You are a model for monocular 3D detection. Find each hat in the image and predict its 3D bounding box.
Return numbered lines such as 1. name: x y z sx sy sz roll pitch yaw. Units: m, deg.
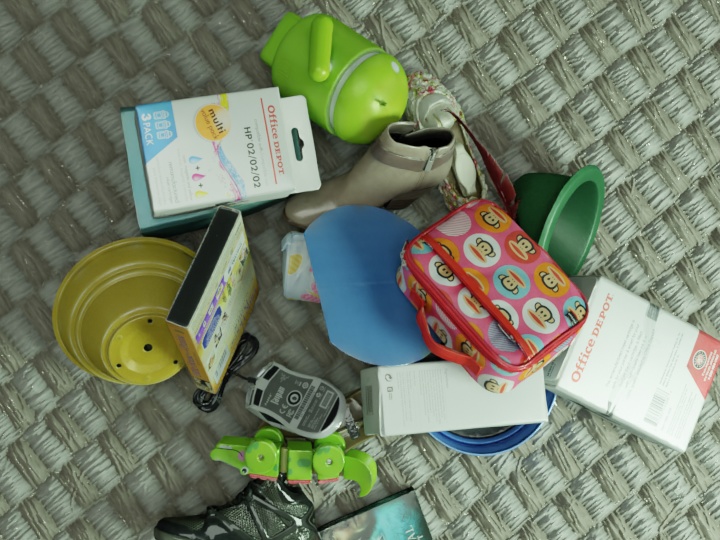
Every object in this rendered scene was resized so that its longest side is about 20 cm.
1. hat: 0.194 -0.086 1.215 0.174 0.165 0.203 25 116 31

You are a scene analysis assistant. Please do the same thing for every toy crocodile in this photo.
1. toy crocodile: -0.078 0.224 1.139 0.196 0.068 0.063 5 96 -2

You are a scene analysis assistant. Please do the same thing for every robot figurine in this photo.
1. robot figurine: -0.026 -0.229 1.158 0.199 0.175 0.116 38 93 26

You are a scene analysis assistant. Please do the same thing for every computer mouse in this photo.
1. computer mouse: -0.100 0.152 1.161 0.198 0.044 0.111 21 69 28

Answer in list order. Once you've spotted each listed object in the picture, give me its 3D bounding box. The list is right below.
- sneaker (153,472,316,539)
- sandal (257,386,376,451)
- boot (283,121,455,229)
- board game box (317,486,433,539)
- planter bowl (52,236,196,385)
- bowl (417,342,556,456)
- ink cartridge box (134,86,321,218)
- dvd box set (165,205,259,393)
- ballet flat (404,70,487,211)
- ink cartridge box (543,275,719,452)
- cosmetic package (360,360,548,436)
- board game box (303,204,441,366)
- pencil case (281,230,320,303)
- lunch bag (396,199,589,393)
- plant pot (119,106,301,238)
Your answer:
1. sneaker: -0.150 0.291 1.181 0.196 0.076 0.116 4 87 -7
2. sandal: -0.029 0.185 1.198 0.197 0.054 0.081 -22 94 2
3. boot: 0.015 -0.117 1.146 0.197 0.147 0.071 -13 66 -26
4. board game box: 0.042 0.392 1.213 0.133 0.028 0.203 -22 90 -5
5. planter bowl: -0.252 0.070 1.123 0.197 0.084 0.203 -11 124 -17
6. bowl: 0.150 0.128 1.220 0.197 0.039 0.205 0 89 -4
7. ink cartridge box: -0.140 -0.133 1.064 0.197 0.068 0.117 -11 90 -15
8. dvd box set: -0.163 0.038 1.102 0.029 0.201 0.148 17 66 9
9. ballet flat: 0.112 -0.163 1.211 0.075 0.064 0.202 -26 90 -9
10. ink cartridge box: 0.324 0.112 1.187 0.198 0.084 0.146 27 83 -15
11. cosmetic package: 0.106 0.145 1.127 0.196 0.113 0.083 -2 82 -10
12. board game box: 0.013 0.022 1.114 0.156 0.039 0.203 -3 65 -28
13. pencil case: 0.000 0.000 1.186 0.196 0.091 0.084 4 51 -2
14. lunch bag: 0.136 0.032 1.082 0.175 0.082 0.200 -32 69 -28
15. plant pot: -0.171 -0.125 1.158 0.196 0.141 0.144 -9 89 -8
